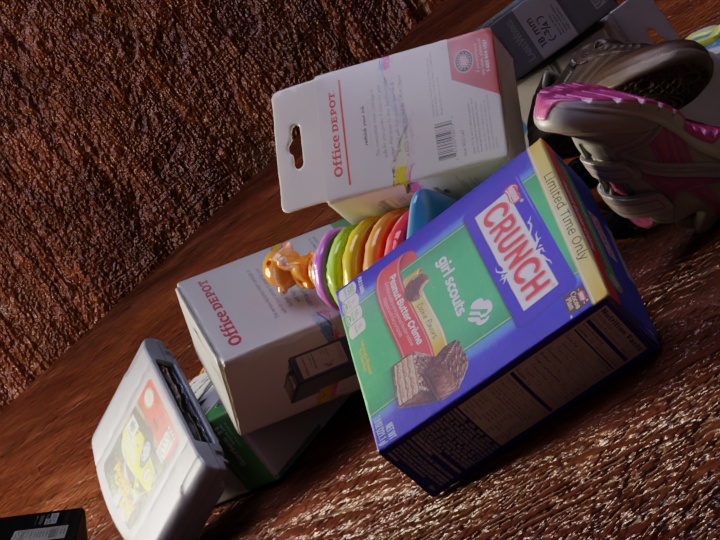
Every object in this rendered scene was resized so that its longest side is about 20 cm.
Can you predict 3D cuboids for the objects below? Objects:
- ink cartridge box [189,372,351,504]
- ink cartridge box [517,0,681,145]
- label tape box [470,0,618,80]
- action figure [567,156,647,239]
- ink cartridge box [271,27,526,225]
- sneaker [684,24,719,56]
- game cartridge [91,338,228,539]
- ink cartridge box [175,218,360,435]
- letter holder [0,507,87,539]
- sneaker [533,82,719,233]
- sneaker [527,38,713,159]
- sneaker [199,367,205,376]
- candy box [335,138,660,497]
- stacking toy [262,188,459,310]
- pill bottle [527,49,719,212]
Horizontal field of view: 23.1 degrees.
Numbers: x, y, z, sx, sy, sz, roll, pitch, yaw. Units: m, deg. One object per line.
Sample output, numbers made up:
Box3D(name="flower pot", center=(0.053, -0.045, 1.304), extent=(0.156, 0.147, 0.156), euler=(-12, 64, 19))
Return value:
Box3D(name="ink cartridge box", center=(-0.119, 0.147, 1.663), extent=(0.199, 0.083, 0.147), euler=(-28, 15, 47))
Box3D(name="ink cartridge box", center=(0.227, -0.170, 1.733), extent=(0.199, 0.116, 0.067), euler=(-35, 9, 24))
Box3D(name="label tape box", center=(0.134, -0.212, 1.701), extent=(0.199, 0.064, 0.144), euler=(-37, 5, -11))
Box3D(name="action figure", center=(0.143, -0.018, 1.384), extent=(0.200, 0.119, 0.102), euler=(-39, 4, -37))
Box3D(name="ink cartridge box", center=(0.031, -0.111, 1.451), extent=(0.198, 0.118, 0.067), euler=(-13, -21, 19))
Box3D(name="sneaker", center=(0.332, -0.180, 1.526), extent=(0.199, 0.076, 0.105), euler=(-33, 12, 24))
Box3D(name="game cartridge", center=(-0.186, 0.170, 1.587), extent=(0.134, 0.041, 0.200), euler=(-64, 34, 21))
Box3D(name="ink cartridge box", center=(-0.047, 0.042, 1.557), extent=(0.198, 0.088, 0.145), euler=(-20, 34, -13))
Box3D(name="letter holder", center=(-0.294, 0.313, 1.567), extent=(0.099, 0.144, 0.200), euler=(-6, 9, -3))
Box3D(name="sneaker", center=(0.207, -0.078, 1.291), extent=(0.081, 0.198, 0.089), euler=(29, 101, 62))
Box3D(name="sneaker", center=(0.194, -0.153, 1.370), extent=(0.199, 0.070, 0.076), euler=(-26, 58, 53))
Box3D(name="sneaker", center=(-0.161, 0.153, 1.847), extent=(0.199, 0.078, 0.078), euler=(-36, 23, 35))
Box3D(name="candy box", center=(0.092, 0.033, 1.250), extent=(0.199, 0.077, 0.170), euler=(-35, 41, 16))
Box3D(name="stacking toy", center=(0.000, 0.000, 1.454), extent=(0.198, 0.117, 0.109), euler=(-1, -12, 35))
Box3D(name="pill bottle", center=(0.228, -0.112, 1.493), extent=(0.112, 0.113, 0.200), euler=(-43, 11, -27))
